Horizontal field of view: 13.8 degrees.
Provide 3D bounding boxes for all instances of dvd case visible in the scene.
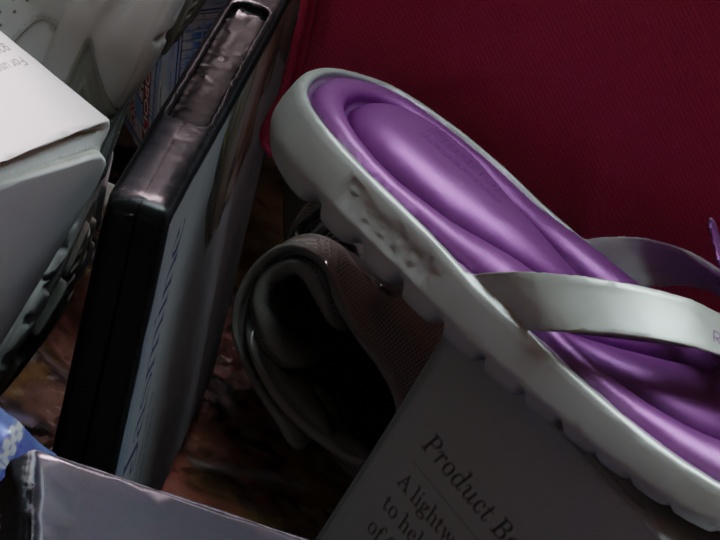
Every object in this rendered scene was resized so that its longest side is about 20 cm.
[{"bbox_3d":[-0.051,0.009,0.782,0.018,0.143,0.200,16,24,2],"label":"dvd case"}]

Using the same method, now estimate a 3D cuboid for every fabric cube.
[{"bbox_3d":[0.116,-0.110,0.812,0.200,0.197,0.199,25,31,18],"label":"fabric cube"}]

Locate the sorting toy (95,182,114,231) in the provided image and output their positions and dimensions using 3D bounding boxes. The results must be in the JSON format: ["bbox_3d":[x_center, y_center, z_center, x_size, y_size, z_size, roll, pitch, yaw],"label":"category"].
[{"bbox_3d":[-0.145,-0.070,0.887,0.180,0.107,0.200,27,16,-38],"label":"sorting toy"}]

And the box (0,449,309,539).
[{"bbox_3d":[0.000,0.159,0.546,0.200,0.104,0.182,21,44,-23],"label":"box"}]

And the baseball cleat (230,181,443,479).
[{"bbox_3d":[0.000,0.000,0.932,0.106,0.070,0.200,35,18,-37],"label":"baseball cleat"}]

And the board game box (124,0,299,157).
[{"bbox_3d":[-0.015,-0.091,1.011,0.200,0.062,0.200,5,24,-4],"label":"board game box"}]

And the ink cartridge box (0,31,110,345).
[{"bbox_3d":[-0.180,-0.030,0.692,0.200,0.146,0.084,37,24,11],"label":"ink cartridge box"}]

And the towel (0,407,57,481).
[{"bbox_3d":[-0.046,0.122,0.632,0.200,0.024,0.145,35,48,-10],"label":"towel"}]

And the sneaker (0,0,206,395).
[{"bbox_3d":[-0.106,-0.041,0.747,0.099,0.200,0.078,26,11,-1],"label":"sneaker"}]

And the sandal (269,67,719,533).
[{"bbox_3d":[0.066,0.008,0.716,0.202,0.050,0.082,34,27,6],"label":"sandal"}]

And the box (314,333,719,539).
[{"bbox_3d":[0.112,0.120,0.780,0.200,0.131,0.199,2,38,-49],"label":"box"}]
